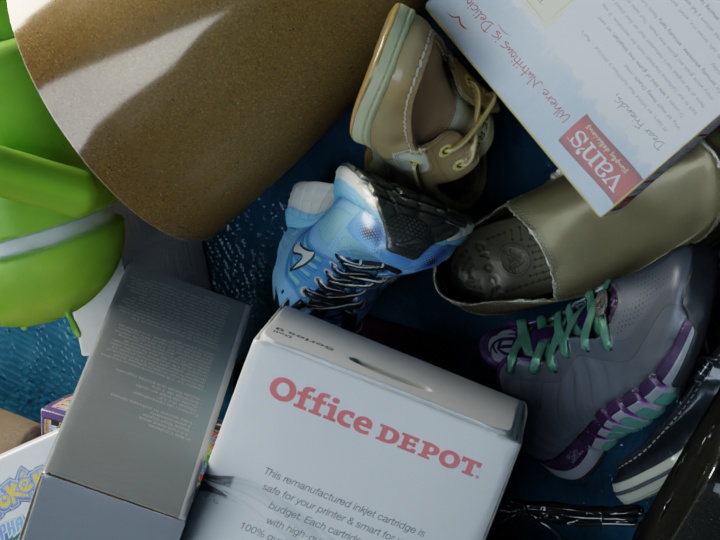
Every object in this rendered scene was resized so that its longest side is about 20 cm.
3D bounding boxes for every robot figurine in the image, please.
[{"bbox_3d":[-0.198,-0.059,1.232,0.175,0.115,0.201,3,110,61],"label":"robot figurine"}]

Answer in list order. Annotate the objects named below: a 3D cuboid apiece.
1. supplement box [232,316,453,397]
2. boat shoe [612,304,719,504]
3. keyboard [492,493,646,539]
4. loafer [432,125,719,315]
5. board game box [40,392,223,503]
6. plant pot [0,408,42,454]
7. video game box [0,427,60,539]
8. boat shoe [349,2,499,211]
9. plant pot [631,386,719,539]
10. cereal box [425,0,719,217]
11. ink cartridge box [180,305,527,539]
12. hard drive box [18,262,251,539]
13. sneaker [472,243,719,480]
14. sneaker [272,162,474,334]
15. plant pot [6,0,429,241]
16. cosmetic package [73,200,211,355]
[{"bbox_3d":[-0.015,0.137,1.282,0.085,0.110,0.201,15,113,27],"label":"supplement box"},{"bbox_3d":[0.198,0.048,1.148,0.062,0.075,0.200,51,119,15],"label":"boat shoe"},{"bbox_3d":[0.114,0.174,1.237,0.199,0.021,0.127,5,115,12],"label":"keyboard"},{"bbox_3d":[0.120,-0.019,1.175,0.200,0.067,0.076,-29,89,35],"label":"loafer"},{"bbox_3d":[-0.120,0.188,1.396,0.165,0.057,0.201,11,110,28],"label":"board game box"},{"bbox_3d":[-0.288,0.147,1.429,0.174,0.200,0.201,2,107,12],"label":"plant pot"},{"bbox_3d":[-0.202,0.203,1.329,0.200,0.047,0.183,-24,88,-2],"label":"video game box"},{"bbox_3d":[0.038,-0.081,1.154,0.066,0.200,0.074,20,81,9],"label":"boat shoe"},{"bbox_3d":[0.224,0.151,1.059,0.177,0.200,0.200,28,119,4],"label":"plant pot"},{"bbox_3d":[0.150,-0.143,1.104,0.200,0.040,0.144,-41,82,17],"label":"cereal box"},{"bbox_3d":[-0.014,0.139,1.149,0.146,0.084,0.200,22,104,3],"label":"ink cartridge box"},{"bbox_3d":[-0.131,0.118,1.187,0.077,0.200,0.156,20,123,-4],"label":"hard drive box"},{"bbox_3d":[0.111,0.045,1.151,0.087,0.075,0.200,20,143,-9],"label":"sneaker"},{"bbox_3d":[0.000,0.000,1.191,0.078,0.200,0.090,23,81,-12],"label":"sneaker"},{"bbox_3d":[-0.055,-0.145,1.193,0.200,0.186,0.187,-31,87,21],"label":"plant pot"},{"bbox_3d":[-0.146,-0.056,1.322,0.051,0.082,0.201,-4,102,35],"label":"cosmetic package"}]
